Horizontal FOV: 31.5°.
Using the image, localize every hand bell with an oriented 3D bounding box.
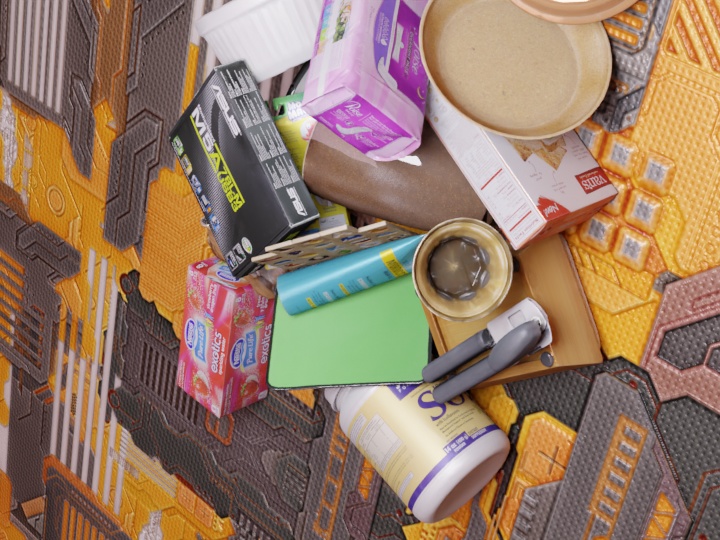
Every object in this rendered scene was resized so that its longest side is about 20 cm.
[{"bbox_3d":[0.090,-0.008,1.377,0.200,0.103,0.105,-148,44,-81],"label":"hand bell"}]

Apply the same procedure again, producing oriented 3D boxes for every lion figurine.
[{"bbox_3d":[-0.145,-0.014,1.674,0.201,0.072,0.123,56,171,31],"label":"lion figurine"}]

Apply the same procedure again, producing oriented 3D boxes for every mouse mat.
[{"bbox_3d":[-0.012,0.069,1.520,0.198,0.162,0.008,-4,144,12],"label":"mouse mat"}]

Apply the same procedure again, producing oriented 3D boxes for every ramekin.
[{"bbox_3d":[-0.083,-0.286,1.476,0.202,0.202,0.095,-15,105,46],"label":"ramekin"}]

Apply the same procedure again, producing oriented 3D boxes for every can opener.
[{"bbox_3d":[0.127,0.092,1.373,0.200,0.067,0.054,-38,77,45],"label":"can opener"}]

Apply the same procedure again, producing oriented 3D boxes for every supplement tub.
[{"bbox_3d":[0.065,0.183,1.526,0.200,0.145,0.146,47,131,21],"label":"supplement tub"}]

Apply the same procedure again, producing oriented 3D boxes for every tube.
[{"bbox_3d":[0.000,0.000,1.510,0.199,0.077,0.051,-19,71,14],"label":"tube"}]

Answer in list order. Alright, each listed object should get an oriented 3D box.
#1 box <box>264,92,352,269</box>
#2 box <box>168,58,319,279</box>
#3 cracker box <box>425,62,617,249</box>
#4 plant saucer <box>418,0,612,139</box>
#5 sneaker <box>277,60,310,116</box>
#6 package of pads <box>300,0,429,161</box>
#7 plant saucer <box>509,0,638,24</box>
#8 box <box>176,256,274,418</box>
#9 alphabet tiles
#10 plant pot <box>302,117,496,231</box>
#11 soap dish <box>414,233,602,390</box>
[{"bbox_3d":[-0.081,-0.111,1.539,0.116,0.048,0.202,-11,108,4],"label":"box"},{"bbox_3d":[-0.140,-0.111,1.473,0.201,0.047,0.193,64,152,5],"label":"box"},{"bbox_3d":[0.161,-0.131,1.329,0.201,0.133,0.058,57,135,12],"label":"cracker box"},{"bbox_3d":[0.152,-0.214,1.284,0.201,0.199,0.035,56,160,13],"label":"plant saucer"},{"bbox_3d":[-0.055,-0.159,1.590,0.115,0.076,0.202,22,101,-7],"label":"sneaker"},{"bbox_3d":[0.014,-0.221,1.284,0.075,0.120,0.201,-20,50,41],"label":"package of pads"},{"bbox_3d":[0.206,-0.338,1.231,0.199,0.032,0.202,6,109,18],"label":"plant saucer"},{"bbox_3d":[-0.183,0.087,1.768,0.099,0.095,0.201,31,124,34],"label":"box"},{"bbox_3d":[-0.025,-0.026,1.477,0.165,0.200,0.006,-14,80,19],"label":"alphabet tiles"},{"bbox_3d":[0.069,-0.122,1.411,0.199,0.187,0.188,30,125,15],"label":"plant pot"},{"bbox_3d":[0.160,0.051,1.433,0.199,0.081,0.159,-18,92,47],"label":"soap dish"}]
